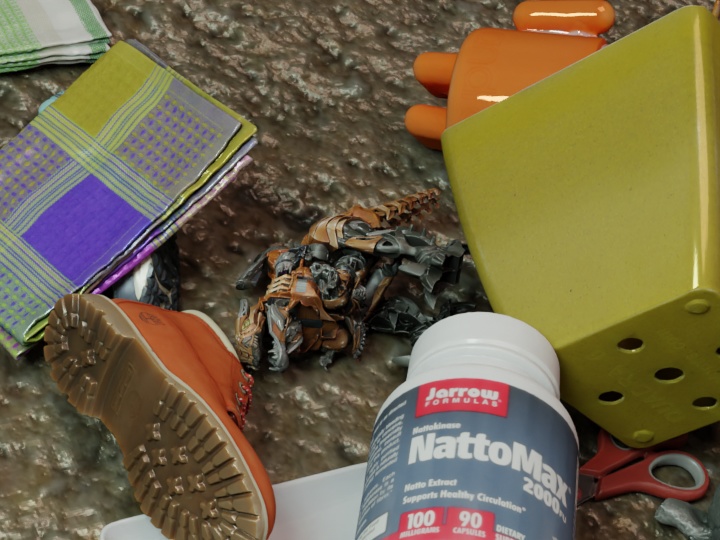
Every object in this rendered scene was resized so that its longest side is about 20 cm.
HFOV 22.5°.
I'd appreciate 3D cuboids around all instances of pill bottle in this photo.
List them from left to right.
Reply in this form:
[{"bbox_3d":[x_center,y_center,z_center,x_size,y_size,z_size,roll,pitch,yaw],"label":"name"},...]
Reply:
[{"bbox_3d":[0.060,0.122,0.998,0.119,0.120,0.200,17,42,-6],"label":"pill bottle"}]

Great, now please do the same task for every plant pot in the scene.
[{"bbox_3d":[0.186,-0.008,1.131,0.200,0.200,0.177,35,42,-39],"label":"plant pot"}]

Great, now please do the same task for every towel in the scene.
[{"bbox_3d":[-0.292,-0.186,1.274,0.199,0.031,0.149,-12,51,-28],"label":"towel"},{"bbox_3d":[-0.173,-0.052,1.112,0.200,0.023,0.144,-42,57,-11],"label":"towel"}]

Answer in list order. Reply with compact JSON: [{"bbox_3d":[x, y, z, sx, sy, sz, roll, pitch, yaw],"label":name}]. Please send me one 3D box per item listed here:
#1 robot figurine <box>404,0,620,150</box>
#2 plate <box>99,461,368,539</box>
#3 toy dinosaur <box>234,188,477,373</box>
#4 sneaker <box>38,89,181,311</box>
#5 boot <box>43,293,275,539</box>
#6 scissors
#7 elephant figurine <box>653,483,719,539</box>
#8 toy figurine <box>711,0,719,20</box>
[{"bbox_3d":[0.135,-0.109,1.280,0.199,0.117,0.144,7,46,16],"label":"robot figurine"},{"bbox_3d":[-0.022,0.206,0.991,0.199,0.032,0.200,-10,52,-30],"label":"plate"},{"bbox_3d":[0.000,0.000,1.164,0.135,0.102,0.200,20,63,22],"label":"toy dinosaur"},{"bbox_3d":[-0.165,-0.040,1.160,0.086,0.078,0.201,-11,52,-1],"label":"sneaker"},{"bbox_3d":[-0.088,0.084,1.027,0.107,0.075,0.200,6,35,-45],"label":"boot"},{"bbox_3d":[0.137,0.133,1.143,0.199,0.014,0.073,-12,55,-29],"label":"scissors"},{"bbox_3d":[0.288,0.138,1.047,0.155,0.200,0.142,-40,82,-8],"label":"elephant figurine"},{"bbox_3d":[0.252,-0.139,1.327,0.150,0.184,0.200,-1,49,-23],"label":"toy figurine"}]
